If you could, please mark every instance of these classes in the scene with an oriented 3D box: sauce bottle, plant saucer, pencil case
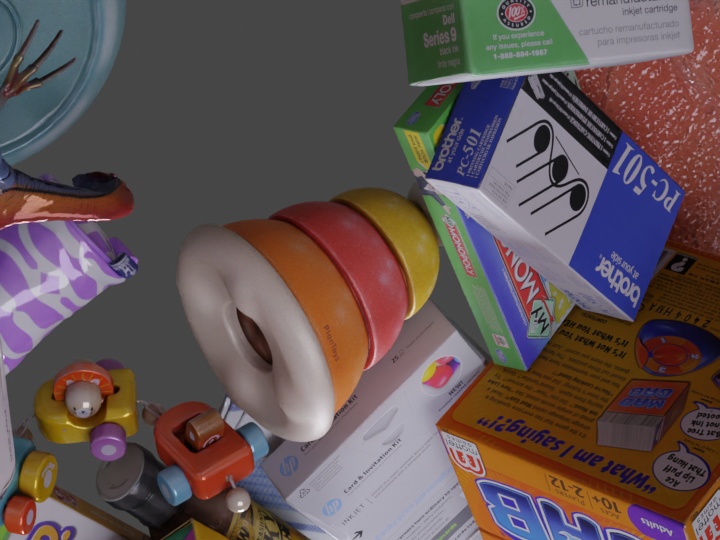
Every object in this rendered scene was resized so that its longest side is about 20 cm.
[{"bbox_3d":[-0.090,0.171,1.544,0.065,0.065,0.200,-45,132,8],"label":"sauce bottle"},{"bbox_3d":[-0.222,-0.133,1.342,0.198,0.027,0.202,-12,124,-18],"label":"plant saucer"},{"bbox_3d":[-0.226,0.030,1.416,0.199,0.084,0.086,-37,152,4],"label":"pencil case"}]

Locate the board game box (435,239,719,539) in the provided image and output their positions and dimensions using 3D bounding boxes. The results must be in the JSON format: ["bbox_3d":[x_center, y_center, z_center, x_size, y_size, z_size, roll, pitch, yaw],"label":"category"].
[{"bbox_3d":[0.206,0.128,1.557,0.200,0.199,0.201,-46,134,-26],"label":"board game box"}]

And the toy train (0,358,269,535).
[{"bbox_3d":[-0.163,0.109,1.438,0.199,0.150,0.056,-25,136,-20],"label":"toy train"}]

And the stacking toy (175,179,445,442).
[{"bbox_3d":[0.000,0.000,1.488,0.199,0.146,0.147,-31,131,-25],"label":"stacking toy"}]

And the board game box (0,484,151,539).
[{"bbox_3d":[-0.184,0.196,1.540,0.200,0.030,0.096,35,100,-36],"label":"board game box"}]

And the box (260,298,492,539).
[{"bbox_3d":[0.046,0.127,1.603,0.156,0.041,0.200,-45,139,3],"label":"box"}]

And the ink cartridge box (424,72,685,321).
[{"bbox_3d":[0.121,-0.052,1.469,0.200,0.044,0.095,37,72,-49],"label":"ink cartridge box"}]

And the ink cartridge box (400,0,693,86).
[{"bbox_3d":[0.095,-0.211,1.345,0.145,0.084,0.202,-8,93,-22],"label":"ink cartridge box"}]

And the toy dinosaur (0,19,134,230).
[{"bbox_3d":[-0.219,-0.037,1.301,0.180,0.105,0.201,25,78,-7],"label":"toy dinosaur"}]

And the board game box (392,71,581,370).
[{"bbox_3d":[0.098,-0.055,1.499,0.135,0.029,0.201,-52,135,-29],"label":"board game box"}]

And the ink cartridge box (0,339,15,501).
[{"bbox_3d":[-0.299,0.064,1.333,0.198,0.085,0.147,-7,99,-1],"label":"ink cartridge box"}]

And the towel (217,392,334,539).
[{"bbox_3d":[-0.062,0.157,1.608,0.146,0.024,0.201,11,117,-33],"label":"towel"}]

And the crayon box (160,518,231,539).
[{"bbox_3d":[-0.116,0.259,1.543,0.199,0.059,0.172,-36,131,22],"label":"crayon box"}]
